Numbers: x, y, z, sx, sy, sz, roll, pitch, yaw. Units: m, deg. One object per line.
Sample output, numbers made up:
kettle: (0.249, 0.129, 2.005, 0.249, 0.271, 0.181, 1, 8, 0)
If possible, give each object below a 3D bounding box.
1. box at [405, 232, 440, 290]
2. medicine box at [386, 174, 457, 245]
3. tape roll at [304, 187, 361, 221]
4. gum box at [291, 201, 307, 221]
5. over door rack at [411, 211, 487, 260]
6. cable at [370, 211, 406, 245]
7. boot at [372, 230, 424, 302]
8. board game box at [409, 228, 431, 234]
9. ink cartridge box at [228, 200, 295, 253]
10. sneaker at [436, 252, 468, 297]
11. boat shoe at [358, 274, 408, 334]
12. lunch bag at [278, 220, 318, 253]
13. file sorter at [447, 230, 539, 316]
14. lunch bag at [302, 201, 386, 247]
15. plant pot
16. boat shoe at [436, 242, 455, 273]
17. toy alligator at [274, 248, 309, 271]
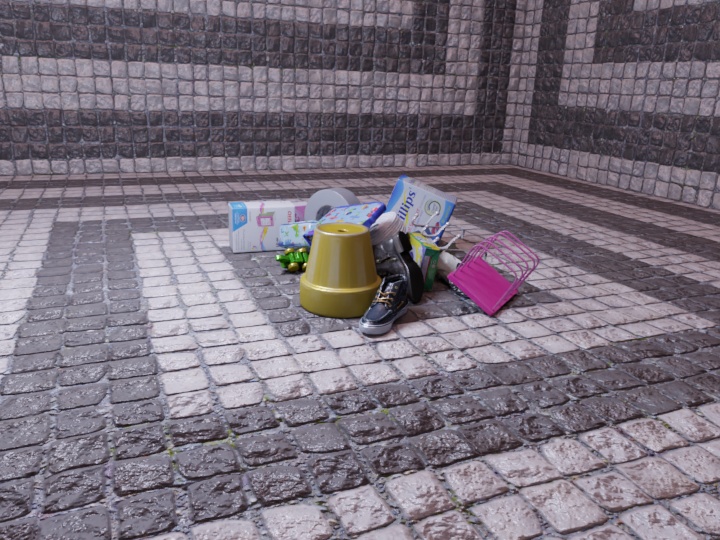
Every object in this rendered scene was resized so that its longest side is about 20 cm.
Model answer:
box: (0.154, -0.032, 1.638, 0.048, 0.118, 0.200, 7, 15, -13)
medicine box: (0.183, -0.181, 1.926, 0.200, 0.182, 0.103, 24, 20, 3)
tape roll: (-0.081, -0.157, 1.876, 0.200, 0.201, 0.066, 14, 21, 33)
gum box: (-0.257, -0.166, 2.029, 0.200, 0.114, 0.066, -9, 20, -33)
over door rack: (0.261, -0.105, 1.726, 0.200, 0.067, 0.148, 11, 28, -30)
cable: (0.032, -0.088, 1.676, 0.200, 0.069, 0.200, -25, 18, 30)
boot: (0.062, 0.007, 1.534, 0.174, 0.200, 0.069, -24, -15, 32)
board game box: (0.111, -0.078, 1.802, 0.135, 0.035, 0.200, -23, -2, 37)
ink cartridge box: (-0.308, -0.139, 1.886, 0.200, 0.145, 0.085, -5, 19, -21)
sneaker: (0.261, 0.015, 1.599, 0.072, 0.072, 0.200, 40, 9, -30)
boat shoe: (0.052, 0.071, 1.342, 0.071, 0.091, 0.200, 9, 19, 22)
lunch bag: (-0.131, -0.096, 1.785, 0.200, 0.083, 0.161, 0, -5, 39)
file sorter: (0.336, -0.005, 1.472, 0.139, 0.126, 0.200, 43, 32, 15)
lunch bag: (-0.029, -0.117, 1.584, 0.200, 0.094, 0.151, -15, 24, 50)
plant pot: (-0.045, -0.010, 1.431, 0.200, 0.189, 0.201, 2, 17, -1)
boat shoe: (0.231, -0.047, 1.772, 0.067, 0.072, 0.200, 15, 23, 26)
toy alligator: (-0.159, -0.026, 1.709, 0.200, 0.059, 0.054, -2, -27, -35)
